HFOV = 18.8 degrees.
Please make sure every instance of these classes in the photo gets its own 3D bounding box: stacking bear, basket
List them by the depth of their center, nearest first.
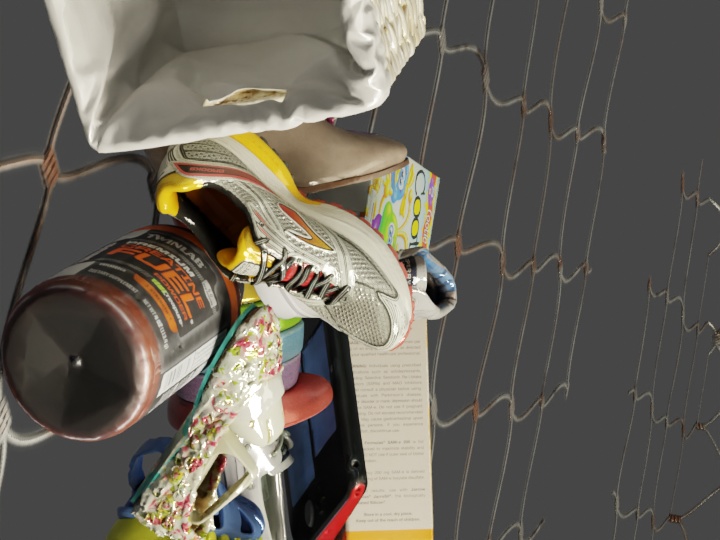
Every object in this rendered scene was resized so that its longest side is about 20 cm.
[{"bbox_3d":[-0.076,-0.194,1.320,0.161,0.198,0.200,-48,128,-65],"label":"basket"},{"bbox_3d":[-0.095,0.010,1.573,0.114,0.121,0.200,-47,133,-73],"label":"stacking bear"}]

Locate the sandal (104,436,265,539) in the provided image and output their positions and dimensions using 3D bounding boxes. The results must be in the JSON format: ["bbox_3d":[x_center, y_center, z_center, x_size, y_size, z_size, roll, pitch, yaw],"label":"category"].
[{"bbox_3d":[-0.121,0.169,1.607,0.200,0.079,0.087,23,72,-73],"label":"sandal"}]

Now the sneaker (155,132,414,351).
[{"bbox_3d":[-0.053,-0.010,1.421,0.078,0.200,0.082,-49,-174,42],"label":"sneaker"}]

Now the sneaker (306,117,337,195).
[{"bbox_3d":[-0.058,-0.100,1.619,0.088,0.074,0.200,-64,178,-49],"label":"sneaker"}]

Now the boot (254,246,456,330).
[{"bbox_3d":[0.000,0.000,1.548,0.200,0.095,0.074,19,64,-66],"label":"boot"}]

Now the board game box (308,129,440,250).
[{"bbox_3d":[-0.014,-0.050,1.791,0.200,0.105,0.103,26,73,-72],"label":"board game box"}]

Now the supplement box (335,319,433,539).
[{"bbox_3d":[0.014,0.122,1.754,0.126,0.073,0.200,134,-45,-81],"label":"supplement box"}]

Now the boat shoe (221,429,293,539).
[{"bbox_3d":[-0.083,0.141,1.721,0.074,0.067,0.200,-53,147,-57],"label":"boat shoe"}]

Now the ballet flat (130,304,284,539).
[{"bbox_3d":[-0.088,0.108,1.460,0.200,0.064,0.076,-59,170,34],"label":"ballet flat"}]

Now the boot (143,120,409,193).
[{"bbox_3d":[-0.066,-0.123,1.496,0.200,0.070,0.147,-14,100,-27],"label":"boot"}]

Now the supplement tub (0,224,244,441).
[{"bbox_3d":[-0.144,0.031,1.415,0.200,0.107,0.107,-40,136,-66],"label":"supplement tub"}]

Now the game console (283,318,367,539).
[{"bbox_3d":[-0.035,0.106,1.701,0.177,0.031,0.200,114,-30,-63],"label":"game console"}]
